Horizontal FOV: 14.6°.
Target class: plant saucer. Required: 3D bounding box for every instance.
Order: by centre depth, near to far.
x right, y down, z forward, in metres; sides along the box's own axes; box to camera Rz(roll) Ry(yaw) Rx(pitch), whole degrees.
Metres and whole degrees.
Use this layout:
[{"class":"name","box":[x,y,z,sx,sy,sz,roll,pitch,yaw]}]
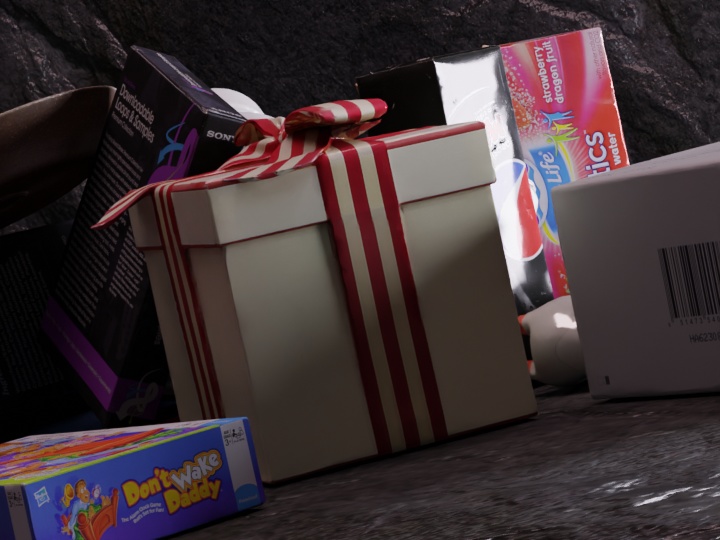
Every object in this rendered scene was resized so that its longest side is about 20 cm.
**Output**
[{"class":"plant saucer","box":[-0.233,-0.053,1.750,0.200,0.037,0.200,-27,-5,-3]}]

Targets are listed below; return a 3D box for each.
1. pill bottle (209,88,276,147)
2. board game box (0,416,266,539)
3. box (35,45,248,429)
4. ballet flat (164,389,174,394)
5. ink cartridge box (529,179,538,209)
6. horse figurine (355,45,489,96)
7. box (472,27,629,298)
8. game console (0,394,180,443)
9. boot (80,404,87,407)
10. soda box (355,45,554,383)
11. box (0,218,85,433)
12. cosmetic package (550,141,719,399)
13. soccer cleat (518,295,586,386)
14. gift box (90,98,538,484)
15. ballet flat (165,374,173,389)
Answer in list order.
[{"class":"pill bottle","box":[-0.066,-0.028,1.718,0.110,0.111,0.200,-13,37,-14]},{"class":"board game box","box":[-0.162,0.114,1.400,0.134,0.045,0.200,-15,4,-40]},{"class":"box","box":[-0.132,-0.020,1.680,0.036,0.201,0.143,11,15,-27]},{"class":"ballet flat","box":[-0.120,0.061,1.966,0.064,0.068,0.200,33,-30,-33]},{"class":"ink cartridge box","box":[0.000,0.000,1.787,0.200,0.146,0.083,-10,-36,44]},{"class":"horse figurine","box":[0.083,-0.089,1.965,0.200,0.133,0.050,-11,18,38]},{"class":"box","box":[0.123,-0.051,1.851,0.099,0.201,0.095,-11,0,-8]},{"class":"game console","box":[-0.194,0.111,1.744,0.176,0.031,0.200,-13,3,-25]},{"class":"boot","box":[-0.153,0.027,1.933,0.200,0.075,0.107,-29,22,32]},{"class":"soda box","box":[0.061,-0.027,1.661,0.071,0.201,0.063,-9,5,45]},{"class":"box","box":[-0.284,0.063,1.837,0.196,0.118,0.200,-26,-6,40]},{"class":"cosmetic package","box":[0.245,-0.016,1.480,0.200,0.123,0.199,-13,3,-37]},{"class":"soccer cleat","box":[0.160,0.024,1.651,0.077,0.070,0.200,-5,13,28]},{"class":"gift box","box":[-0.030,0.007,1.518,0.199,0.187,0.184,-12,3,-24]},{"class":"ballet flat","box":[-0.117,0.036,1.766,0.070,0.071,0.200,-13,36,-19]}]
